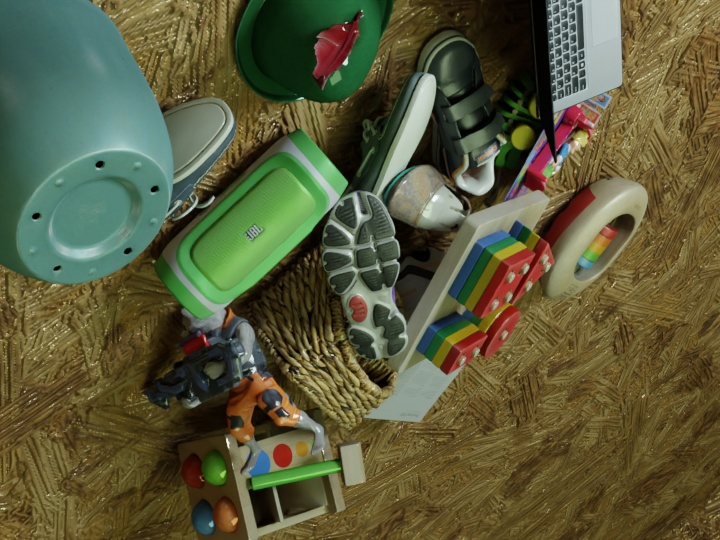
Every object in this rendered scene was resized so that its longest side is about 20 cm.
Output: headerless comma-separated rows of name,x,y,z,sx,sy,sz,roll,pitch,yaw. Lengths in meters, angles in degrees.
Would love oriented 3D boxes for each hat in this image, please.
hat,-0.006,-0.171,1.009,0.198,0.176,0.167,-20,141,-29

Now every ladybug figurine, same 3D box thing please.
ladybug figurine,0.306,-0.047,1.561,0.201,0.072,0.135,-52,146,14

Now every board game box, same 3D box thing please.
board game box,0.237,-0.143,1.352,0.158,0.039,0.202,-39,159,-54

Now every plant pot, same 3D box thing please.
plant pot,-0.237,-0.087,0.887,0.198,0.161,0.202,-26,144,-21

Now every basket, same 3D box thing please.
basket,-0.014,0.076,1.313,0.149,0.143,0.200,-40,147,0

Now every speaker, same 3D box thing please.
speaker,-0.108,-0.045,1.133,0.200,0.089,0.088,-43,147,2

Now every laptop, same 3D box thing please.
laptop,0.230,-0.241,1.173,0.198,0.115,0.190,-23,121,-26

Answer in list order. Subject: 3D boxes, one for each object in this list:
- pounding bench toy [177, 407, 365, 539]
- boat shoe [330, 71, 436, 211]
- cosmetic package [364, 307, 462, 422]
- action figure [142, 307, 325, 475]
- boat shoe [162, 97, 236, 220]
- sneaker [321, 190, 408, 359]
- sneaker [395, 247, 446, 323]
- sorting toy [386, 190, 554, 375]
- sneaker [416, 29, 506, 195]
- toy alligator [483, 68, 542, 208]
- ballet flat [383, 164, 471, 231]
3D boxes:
pounding bench toy,-0.106,0.241,1.339,0.154,0.126,0.199,-10,174,-38
boat shoe,0.018,-0.124,1.187,0.073,0.061,0.202,-40,158,-51
cosmetic package,0.054,0.127,1.522,0.199,0.052,0.152,14,116,-52
action figure,-0.141,0.119,1.233,0.198,0.196,0.104,-16,-163,47
boat shoe,-0.184,-0.074,1.033,0.200,0.075,0.062,-43,145,5
sneaker,0.000,0.000,1.206,0.079,0.084,0.203,-10,126,-3
sneaker,0.107,0.001,1.418,0.073,0.081,0.199,-28,175,33
sorting toy,0.143,0.025,1.290,0.198,0.069,0.202,-21,143,-57
sneaker,0.114,-0.164,1.232,0.078,0.080,0.201,-32,144,-11
toy alligator,0.172,-0.163,1.318,0.054,0.060,0.202,24,119,-9
ballet flat,0.085,-0.073,1.257,0.069,0.067,0.200,-58,166,12
